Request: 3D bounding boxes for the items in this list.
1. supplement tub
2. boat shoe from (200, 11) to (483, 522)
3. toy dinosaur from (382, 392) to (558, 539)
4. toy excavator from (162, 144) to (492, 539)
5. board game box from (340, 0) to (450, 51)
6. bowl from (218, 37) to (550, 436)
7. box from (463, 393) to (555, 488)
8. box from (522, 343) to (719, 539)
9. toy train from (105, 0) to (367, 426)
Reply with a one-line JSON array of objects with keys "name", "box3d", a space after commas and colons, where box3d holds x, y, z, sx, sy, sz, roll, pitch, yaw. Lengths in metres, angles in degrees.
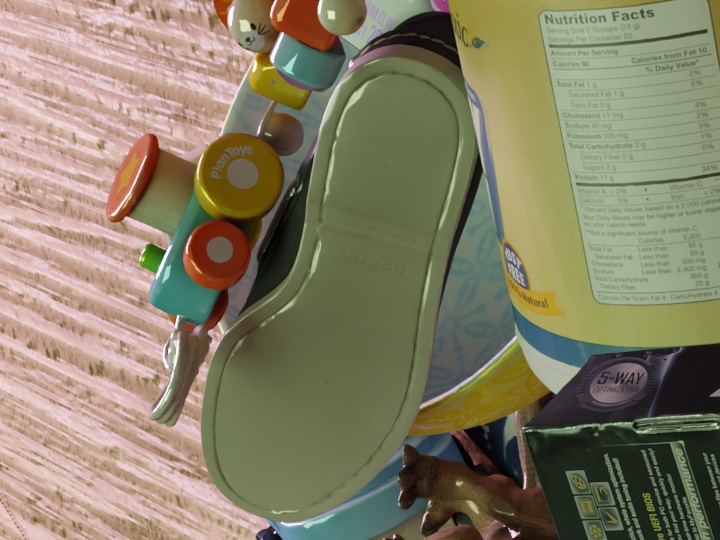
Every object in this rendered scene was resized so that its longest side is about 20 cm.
[{"name": "supplement tub", "box3d": [0.103, -0.069, 0.922, 0.145, 0.144, 0.201, 19, 127, 54]}, {"name": "boat shoe", "box3d": [0.000, 0.000, 1.021, 0.072, 0.063, 0.200, 22, 124, 2]}, {"name": "toy dinosaur", "box3d": [0.078, 0.124, 1.132, 0.135, 0.200, 0.086, 7, 139, 13]}, {"name": "toy excavator", "box3d": [-0.024, 0.046, 1.292, 0.200, 0.100, 0.194, 66, 173, -12]}, {"name": "board game box", "box3d": [0.040, -0.169, 1.039, 0.153, 0.040, 0.201, 39, 118, 46]}, {"name": "bowl", "box3d": [0.048, -0.024, 1.115, 0.200, 0.108, 0.201, -19, 60, 37]}, {"name": "box", "box3d": [0.079, 0.040, 1.213, 0.200, 0.032, 0.121, 46, 145, 32]}, {"name": "box", "box3d": [0.146, 0.114, 0.780, 0.160, 0.044, 0.200, -7, 112, 37]}, {"name": "toy train", "box3d": [-0.042, -0.056, 0.990, 0.055, 0.150, 0.200, 25, 111, -2]}]
